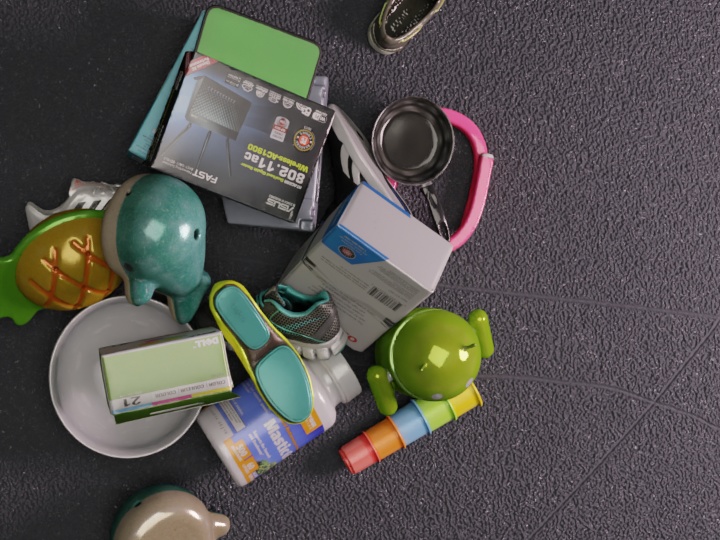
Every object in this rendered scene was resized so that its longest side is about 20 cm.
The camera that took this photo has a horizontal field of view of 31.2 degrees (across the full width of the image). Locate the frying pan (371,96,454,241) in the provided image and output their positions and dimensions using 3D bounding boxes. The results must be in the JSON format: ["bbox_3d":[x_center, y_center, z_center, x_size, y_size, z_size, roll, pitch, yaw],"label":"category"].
[{"bbox_3d":[0.091,-0.142,1.701,0.115,0.031,0.190,-43,105,-9],"label":"frying pan"}]

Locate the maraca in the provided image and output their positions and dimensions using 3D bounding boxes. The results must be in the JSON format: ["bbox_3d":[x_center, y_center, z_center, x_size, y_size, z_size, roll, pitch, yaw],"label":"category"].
[{"bbox_3d":[-0.364,-0.004,1.548,0.199,0.107,0.138,-26,134,-8],"label":"maraca"}]

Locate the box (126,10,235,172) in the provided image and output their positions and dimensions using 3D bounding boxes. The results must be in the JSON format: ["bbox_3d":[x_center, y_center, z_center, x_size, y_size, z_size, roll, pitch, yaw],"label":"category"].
[{"bbox_3d":[-0.229,-0.225,1.638,0.049,0.082,0.201,28,84,-11],"label":"box"}]

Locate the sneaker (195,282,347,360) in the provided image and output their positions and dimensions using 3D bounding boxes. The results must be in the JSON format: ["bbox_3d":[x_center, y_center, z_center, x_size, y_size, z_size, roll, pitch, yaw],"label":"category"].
[{"bbox_3d":[-0.114,0.051,1.635,0.198,0.078,0.092,4,128,11],"label":"sneaker"}]

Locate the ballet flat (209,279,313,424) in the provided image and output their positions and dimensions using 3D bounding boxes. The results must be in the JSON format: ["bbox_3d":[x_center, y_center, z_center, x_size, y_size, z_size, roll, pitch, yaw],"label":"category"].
[{"bbox_3d":[-0.123,0.097,1.585,0.067,0.067,0.201,-35,101,-14],"label":"ballet flat"}]

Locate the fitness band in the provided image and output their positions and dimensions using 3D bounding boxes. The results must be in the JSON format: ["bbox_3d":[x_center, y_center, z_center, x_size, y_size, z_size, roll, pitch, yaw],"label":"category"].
[{"bbox_3d":[0.100,-0.118,1.734,0.142,0.037,0.202,14,86,-12],"label":"fitness band"}]

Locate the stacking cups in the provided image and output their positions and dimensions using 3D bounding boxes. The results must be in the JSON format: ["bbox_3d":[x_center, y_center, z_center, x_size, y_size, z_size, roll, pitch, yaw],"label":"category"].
[{"bbox_3d":[0.067,0.208,1.719,0.199,0.060,0.061,-33,97,-8],"label":"stacking cups"}]

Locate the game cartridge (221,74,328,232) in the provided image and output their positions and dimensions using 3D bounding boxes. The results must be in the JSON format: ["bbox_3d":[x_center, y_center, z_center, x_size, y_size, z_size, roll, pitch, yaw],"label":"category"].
[{"bbox_3d":[-0.115,-0.155,1.668,0.132,0.040,0.202,6,89,3],"label":"game cartridge"}]

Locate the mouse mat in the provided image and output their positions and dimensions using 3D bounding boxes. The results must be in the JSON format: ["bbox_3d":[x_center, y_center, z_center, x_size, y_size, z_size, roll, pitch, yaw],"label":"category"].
[{"bbox_3d":[-0.145,-0.214,1.618,0.160,0.008,0.202,17,90,-20],"label":"mouse mat"}]

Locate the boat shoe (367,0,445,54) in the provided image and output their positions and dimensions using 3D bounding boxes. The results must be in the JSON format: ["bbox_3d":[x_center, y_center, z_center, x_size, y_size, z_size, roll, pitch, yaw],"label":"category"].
[{"bbox_3d":[0.085,-0.376,1.716,0.072,0.060,0.202,37,83,-10],"label":"boat shoe"}]

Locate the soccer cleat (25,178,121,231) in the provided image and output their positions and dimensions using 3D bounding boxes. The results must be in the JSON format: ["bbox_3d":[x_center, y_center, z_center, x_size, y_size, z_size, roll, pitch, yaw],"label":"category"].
[{"bbox_3d":[-0.324,-0.085,1.626,0.199,0.069,0.086,-24,106,-6],"label":"soccer cleat"}]

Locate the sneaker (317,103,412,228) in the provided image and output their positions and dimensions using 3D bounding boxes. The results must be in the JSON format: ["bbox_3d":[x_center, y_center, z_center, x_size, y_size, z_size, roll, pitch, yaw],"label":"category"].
[{"bbox_3d":[-0.025,-0.110,1.690,0.112,0.073,0.201,-35,78,17],"label":"sneaker"}]

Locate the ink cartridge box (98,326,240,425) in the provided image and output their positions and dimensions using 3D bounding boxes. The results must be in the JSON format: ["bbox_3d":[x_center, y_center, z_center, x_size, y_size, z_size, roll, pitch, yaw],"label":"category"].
[{"bbox_3d":[-0.223,0.119,1.497,0.147,0.200,0.076,-11,92,-13],"label":"ink cartridge box"}]

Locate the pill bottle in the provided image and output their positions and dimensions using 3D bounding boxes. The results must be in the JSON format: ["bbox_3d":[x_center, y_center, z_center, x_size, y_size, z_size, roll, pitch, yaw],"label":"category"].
[{"bbox_3d":[-0.101,0.177,1.653,0.199,0.112,0.113,-33,97,-9],"label":"pill bottle"}]

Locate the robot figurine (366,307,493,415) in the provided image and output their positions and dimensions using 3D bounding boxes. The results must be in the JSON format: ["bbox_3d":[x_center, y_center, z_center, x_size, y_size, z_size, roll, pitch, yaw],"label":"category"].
[{"bbox_3d":[0.084,0.106,1.648,0.174,0.200,0.116,-26,94,-11],"label":"robot figurine"}]

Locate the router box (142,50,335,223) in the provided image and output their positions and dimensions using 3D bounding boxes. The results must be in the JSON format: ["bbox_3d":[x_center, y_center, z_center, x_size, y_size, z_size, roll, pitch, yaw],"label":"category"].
[{"bbox_3d":[-0.148,-0.162,1.585,0.199,0.062,0.151,20,91,-19],"label":"router box"}]

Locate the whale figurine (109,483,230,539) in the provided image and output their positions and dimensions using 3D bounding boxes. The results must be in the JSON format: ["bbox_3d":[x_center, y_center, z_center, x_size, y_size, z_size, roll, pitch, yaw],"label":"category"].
[{"bbox_3d":[-0.238,0.357,1.646,0.159,0.104,0.201,-37,122,-10],"label":"whale figurine"}]

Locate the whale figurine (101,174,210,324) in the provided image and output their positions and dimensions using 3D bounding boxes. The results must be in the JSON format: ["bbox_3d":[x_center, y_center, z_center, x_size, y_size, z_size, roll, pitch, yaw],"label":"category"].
[{"bbox_3d":[-0.220,-0.022,1.524,0.160,0.103,0.201,-64,145,-34],"label":"whale figurine"}]

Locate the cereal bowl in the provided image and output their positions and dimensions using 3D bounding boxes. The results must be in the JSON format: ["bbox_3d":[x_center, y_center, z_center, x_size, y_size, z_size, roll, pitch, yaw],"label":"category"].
[{"bbox_3d":[-0.293,0.130,1.626,0.198,0.083,0.202,0,91,-12],"label":"cereal bowl"}]

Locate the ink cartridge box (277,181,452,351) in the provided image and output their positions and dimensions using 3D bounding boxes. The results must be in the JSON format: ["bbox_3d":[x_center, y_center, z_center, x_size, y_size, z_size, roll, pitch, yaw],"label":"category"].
[{"bbox_3d":[0.000,0.000,1.626,0.146,0.200,0.085,35,54,-10],"label":"ink cartridge box"}]
